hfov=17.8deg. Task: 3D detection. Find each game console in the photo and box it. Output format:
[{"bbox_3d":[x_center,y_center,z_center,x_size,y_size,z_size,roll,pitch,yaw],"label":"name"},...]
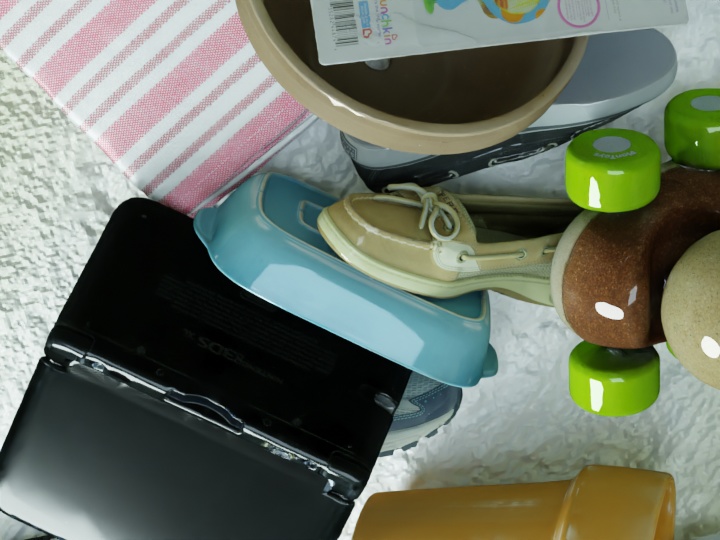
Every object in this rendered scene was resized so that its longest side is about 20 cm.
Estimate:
[{"bbox_3d":[-0.091,0.084,1.355,0.200,0.176,0.116,25,145,-3],"label":"game console"}]

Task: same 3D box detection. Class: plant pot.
[{"bbox_3d":[0.019,-0.140,1.278,0.200,0.201,0.093,18,148,-9],"label":"plant pot"},{"bbox_3d":[0.087,0.210,1.408,0.183,0.200,0.201,7,113,13],"label":"plant pot"}]

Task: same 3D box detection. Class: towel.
[{"bbox_3d":[-0.118,-0.138,1.337,0.146,0.030,0.200,-39,107,16],"label":"towel"}]

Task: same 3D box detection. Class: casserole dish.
[{"bbox_3d":[0.000,0.000,1.342,0.200,0.121,0.039,26,112,-10],"label":"casserole dish"}]

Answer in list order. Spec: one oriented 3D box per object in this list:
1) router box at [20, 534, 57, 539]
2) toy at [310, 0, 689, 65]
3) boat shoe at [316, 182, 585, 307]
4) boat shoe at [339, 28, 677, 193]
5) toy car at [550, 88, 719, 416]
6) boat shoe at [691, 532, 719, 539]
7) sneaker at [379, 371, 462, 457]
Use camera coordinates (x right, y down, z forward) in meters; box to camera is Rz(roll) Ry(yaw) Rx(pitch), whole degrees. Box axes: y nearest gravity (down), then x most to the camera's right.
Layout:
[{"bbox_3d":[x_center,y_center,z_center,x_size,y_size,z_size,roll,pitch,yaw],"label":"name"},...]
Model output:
[{"bbox_3d":[-0.205,0.271,1.481,0.150,0.062,0.200,-12,112,5],"label":"router box"},{"bbox_3d":[0.065,-0.171,1.224,0.200,0.047,0.115,-7,82,-13],"label":"toy"},{"bbox_3d":[0.067,-0.024,1.333,0.200,0.073,0.063,10,120,-32],"label":"boat shoe"},{"bbox_3d":[0.087,-0.094,1.345,0.200,0.069,0.057,-14,142,3],"label":"boat shoe"},{"bbox_3d":[0.221,0.013,1.294,0.158,0.200,0.165,-23,123,-32],"label":"toy car"},{"bbox_3d":[0.292,0.198,1.467,0.200,0.071,0.064,-3,134,-4],"label":"boat shoe"},{"bbox_3d":[-0.037,0.063,1.394,0.200,0.078,0.087,-1,109,-1],"label":"sneaker"}]
